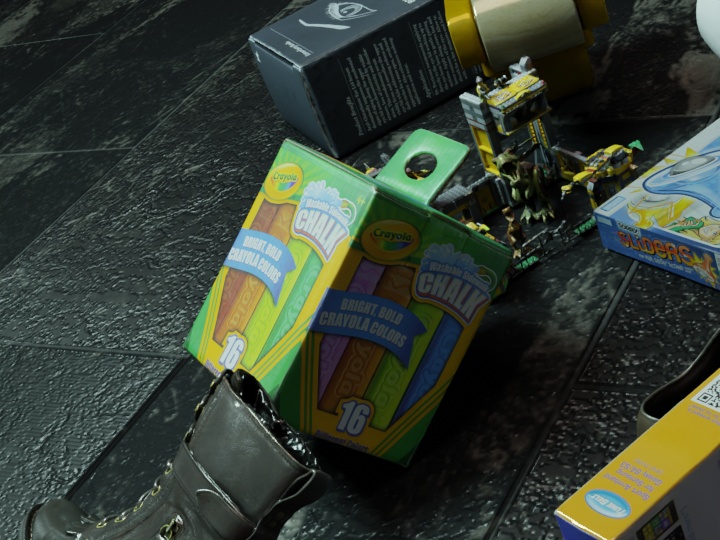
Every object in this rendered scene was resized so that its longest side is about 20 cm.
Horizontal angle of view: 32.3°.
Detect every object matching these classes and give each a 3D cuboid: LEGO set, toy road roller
[{"bbox_3d":[0.106,-0.079,0.943,0.200,0.116,0.154,-28,31,-8],"label":"LEGO set"},{"bbox_3d":[0.150,-0.202,1.071,0.123,0.146,0.200,-17,25,12],"label":"toy road roller"}]

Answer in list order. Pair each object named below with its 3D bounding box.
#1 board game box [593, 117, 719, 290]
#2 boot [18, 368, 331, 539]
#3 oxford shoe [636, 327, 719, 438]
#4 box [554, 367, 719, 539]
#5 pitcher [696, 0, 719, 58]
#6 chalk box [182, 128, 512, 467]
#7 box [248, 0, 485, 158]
[{"bbox_3d":[0.285,-0.065,0.884,0.200,0.035,0.135,-35,32,-20],"label":"board game box"},{"bbox_3d":[-0.107,0.134,0.722,0.200,0.069,0.174,32,95,45],"label":"boot"},{"bbox_3d":[0.238,0.056,0.677,0.200,0.085,0.073,-29,29,-14],"label":"oxford shoe"},{"bbox_3d":[0.171,0.116,0.590,0.200,0.119,0.041,-34,32,-19],"label":"box"},{"bbox_3d":[0.345,-0.194,0.940,0.171,0.121,0.200,-5,21,-40],"label":"pitcher"},{"bbox_3d":[0.000,0.000,0.794,0.125,0.124,0.200,30,96,54],"label":"chalk box"},{"bbox_3d":[0.012,-0.218,1.240,0.200,0.104,0.148,-30,31,-10],"label":"box"}]
